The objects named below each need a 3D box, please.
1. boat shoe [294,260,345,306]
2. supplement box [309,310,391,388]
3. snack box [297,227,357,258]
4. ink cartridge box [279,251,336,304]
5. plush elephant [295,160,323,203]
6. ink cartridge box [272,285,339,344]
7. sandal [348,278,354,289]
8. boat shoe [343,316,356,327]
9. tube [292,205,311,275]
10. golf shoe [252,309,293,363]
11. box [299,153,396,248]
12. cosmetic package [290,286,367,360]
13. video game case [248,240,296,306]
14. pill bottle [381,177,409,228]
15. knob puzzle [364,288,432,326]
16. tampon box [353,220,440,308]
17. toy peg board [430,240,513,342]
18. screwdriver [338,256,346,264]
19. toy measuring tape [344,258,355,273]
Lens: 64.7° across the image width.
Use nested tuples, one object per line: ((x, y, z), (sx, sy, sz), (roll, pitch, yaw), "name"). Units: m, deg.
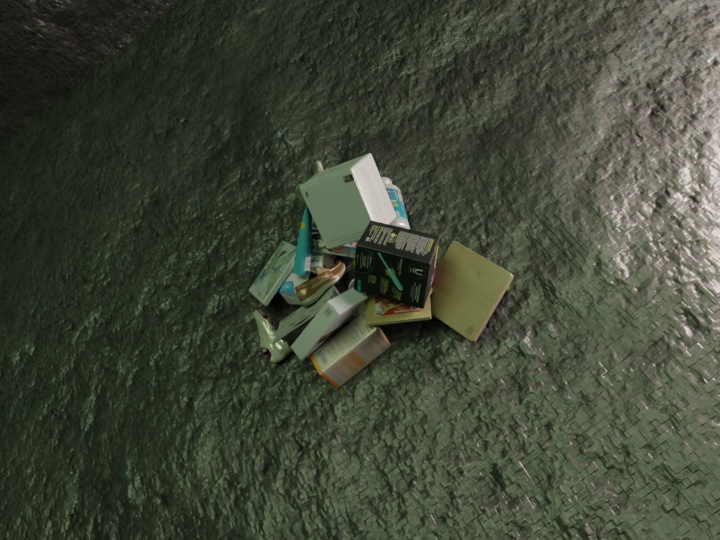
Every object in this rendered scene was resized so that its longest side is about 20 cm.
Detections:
((-0.115, 0.021, 1.645), (0.075, 0.072, 0.200), (-25, 15, 45), "boat shoe")
((-0.026, 0.220, 1.568), (0.199, 0.126, 0.074), (-38, 54, 1), "supplement box")
((-0.082, -0.086, 1.738), (0.195, 0.038, 0.116), (9, 23, 12), "snack box")
((-0.158, 0.003, 1.750), (0.113, 0.067, 0.203), (0, 54, 29), "ink cartridge box")
((-0.122, -0.277, 1.849), (0.161, 0.155, 0.205), (-8, 61, 20), "plush elephant")
((-0.147, 0.135, 1.588), (0.198, 0.044, 0.174), (-34, 15, 9), "ink cartridge box")
((0.058, 0.030, 1.655), (0.200, 0.084, 0.050), (-28, 14, 15), "sandal")
((-0.070, 0.134, 1.666), (0.196, 0.074, 0.069), (0, 56, 41), "boat shoe")
((-0.162, -0.089, 1.662), (0.049, 0.078, 0.205), (7, 100, -2), "tube")
((-0.284, 0.198, 1.728), (0.092, 0.075, 0.200), (-47, 55, -1), "golf shoe")
((-0.035, -0.195, 1.612), (0.196, 0.204, 0.131), (-12, 21, 37), "box")
((-0.083, 0.139, 1.521), (0.052, 0.150, 0.201), (46, 123, 10), "cosmetic package")
((-0.269, 0.004, 1.791), (0.202, 0.022, 0.182), (-56, 27, -6), "video game case")
((0.081, -0.185, 1.739), (0.109, 0.111, 0.204), (-19, 58, 13), "pill bottle")
((0.101, 0.071, 1.557), (0.214, 0.031, 0.223), (-8, 43, 7), "knob puzzle")
((0.095, -0.018, 1.488), (0.195, 0.153, 0.127), (15, 39, 13), "tampon box")
((0.294, 0.062, 1.542), (0.199, 0.097, 0.202), (34, 96, 35), "toy peg board")
((-0.051, -0.076, 1.792), (0.027, 0.029, 0.205), (-4, 64, 21), "screwdriver")
((0.000, 0.000, 1.707), (0.198, 0.074, 0.074), (-33, 56, 7), "toy measuring tape")
